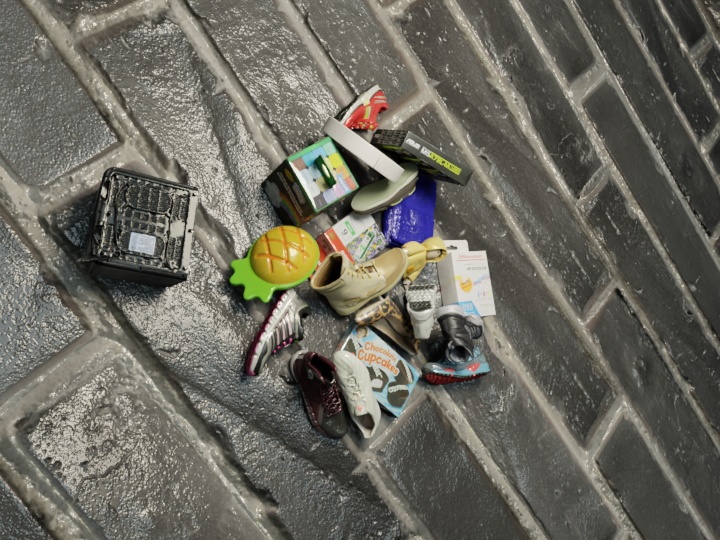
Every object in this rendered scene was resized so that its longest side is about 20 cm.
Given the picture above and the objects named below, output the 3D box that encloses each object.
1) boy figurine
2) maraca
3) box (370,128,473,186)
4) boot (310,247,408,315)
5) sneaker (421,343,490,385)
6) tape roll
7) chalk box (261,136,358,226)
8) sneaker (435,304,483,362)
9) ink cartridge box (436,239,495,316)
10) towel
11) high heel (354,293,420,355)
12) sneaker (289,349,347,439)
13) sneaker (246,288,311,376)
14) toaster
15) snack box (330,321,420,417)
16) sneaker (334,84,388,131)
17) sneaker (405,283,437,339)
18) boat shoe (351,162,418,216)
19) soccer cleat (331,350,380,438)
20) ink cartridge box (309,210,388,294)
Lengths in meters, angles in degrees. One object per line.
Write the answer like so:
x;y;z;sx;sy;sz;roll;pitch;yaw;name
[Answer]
0.115;-0.012;1.437;0.197;0.126;0.064;-28;49;-21;boy figurine
-0.172;-0.015;1.264;0.199;0.108;0.137;-38;68;-27;maraca
0.140;-0.267;1.458;0.191;0.200;0.048;28;93;-23;box
0.000;0.000;1.300;0.198;0.156;0.073;-35;57;5;boot
0.215;0.215;1.474;0.197;0.079;0.097;2;63;-36;sneaker
0.005;-0.260;1.340;0.201;0.203;0.037;33;99;-21;tape roll
-0.098;-0.184;1.292;0.123;0.199;0.126;-33;96;-31;chalk box
0.231;0.156;1.416;0.199;0.074;0.116;30;49;-53;sneaker
0.256;0.017;1.535;0.113;0.067;0.205;-3;80;-31;ink cartridge box
0.123;-0.145;1.504;0.145;0.049;0.205;15;72;-26;towel
0.065;0.137;1.369;0.198;0.071;0.145;-15;83;-54;high heel
-0.070;0.253;1.259;0.075;0.115;0.203;-32;95;-31;sneaker
-0.159;0.132;1.257;0.087;0.074;0.202;33;59;-13;sneaker
-0.405;-0.074;1.132;0.196;0.118;0.185;11;73;-29;toaster
0.032;0.218;1.374;0.199;0.037;0.117;41;61;-16;snack box
0.003;-0.361;1.469;0.085;0.076;0.200;52;59;-16;sneaker
0.139;0.087;1.413;0.200;0.073;0.083;-65;149;-68;sneaker
0.060;-0.171;1.413;0.200;0.071;0.061;-37;142;-28;boat shoe
-0.006;0.256;1.289;0.078;0.068;0.203;-75;145;-59;soccer cleat
-0.039;-0.048;1.384;0.199;0.050;0.110;-38;98;-32;ink cartridge box
